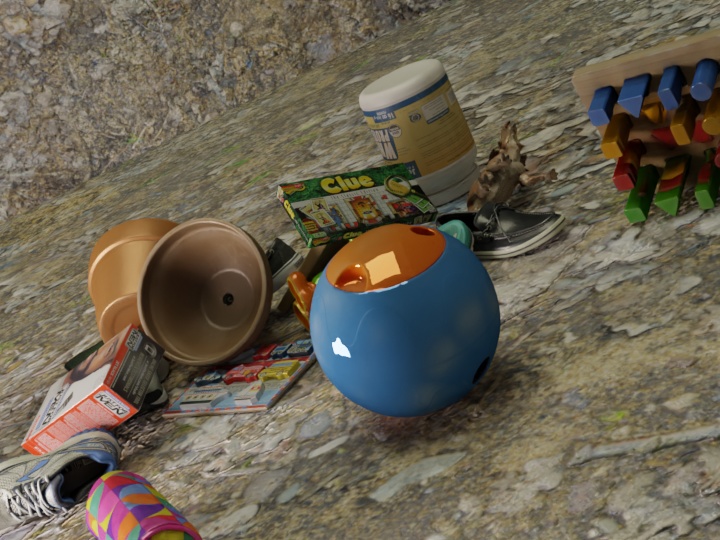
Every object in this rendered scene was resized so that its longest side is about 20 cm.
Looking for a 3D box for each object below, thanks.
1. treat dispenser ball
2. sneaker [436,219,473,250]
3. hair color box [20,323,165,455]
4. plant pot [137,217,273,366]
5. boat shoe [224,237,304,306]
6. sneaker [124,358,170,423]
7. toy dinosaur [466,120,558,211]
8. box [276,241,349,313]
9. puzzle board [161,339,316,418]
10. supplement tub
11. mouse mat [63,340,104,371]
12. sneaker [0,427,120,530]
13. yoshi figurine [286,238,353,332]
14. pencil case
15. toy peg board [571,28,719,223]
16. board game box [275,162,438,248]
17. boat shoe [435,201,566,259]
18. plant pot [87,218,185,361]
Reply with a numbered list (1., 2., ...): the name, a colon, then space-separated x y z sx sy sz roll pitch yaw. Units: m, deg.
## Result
1. treat dispenser ball: 0.046 0.052 1.268 0.199 0.202 0.201 -23 19 8
2. sneaker: 0.061 -0.002 1.561 0.199 0.080 0.078 -34 52 -10
3. hair color box: -0.347 0.165 1.574 0.199 0.064 0.111 -34 26 35
4. plant pot: -0.200 0.034 1.680 0.199 0.203 0.093 -19 -15 19
5. boat shoe: -0.163 0.025 1.761 0.200 0.057 0.069 -39 9 26
6. sneaker: -0.309 0.146 1.673 0.073 0.080 0.200 -24 20 0
7. toy dinosaur: 0.190 -0.118 1.740 0.200 0.086 0.135 -47 12 -10
8. box: -0.036 -0.039 1.732 0.163 0.021 0.200 -43 -9 -43
9. puzzle board: -0.151 0.138 1.586 0.199 0.018 0.151 -10 24 40
10. supplement tub: 0.098 -0.214 1.914 0.144 0.201 0.145 -23 18 8
11. mouse mat: -0.376 0.114 1.959 0.199 0.008 0.161 -32 20 -22
12. sneaker: -0.383 0.260 1.473 0.199 0.078 0.085 -30 23 -10
13. yoshi figurine: -0.007 -0.008 1.654 0.199 0.113 0.112 -27 12 -14
14. pencil case: -0.221 0.268 1.234 0.088 0.089 0.200 -32 17 -18
15. toy peg board: 0.371 -0.157 1.444 0.199 0.200 0.098 -11 39 37
16. board game box: -0.004 -0.090 1.635 0.199 0.024 0.105 -13 50 -29
17. boat shoe: 0.179 -0.057 1.608 0.199 0.063 0.075 -6 25 42
18. plant pot: -0.312 0.043 1.803 0.199 0.201 0.141 -21 35 13
